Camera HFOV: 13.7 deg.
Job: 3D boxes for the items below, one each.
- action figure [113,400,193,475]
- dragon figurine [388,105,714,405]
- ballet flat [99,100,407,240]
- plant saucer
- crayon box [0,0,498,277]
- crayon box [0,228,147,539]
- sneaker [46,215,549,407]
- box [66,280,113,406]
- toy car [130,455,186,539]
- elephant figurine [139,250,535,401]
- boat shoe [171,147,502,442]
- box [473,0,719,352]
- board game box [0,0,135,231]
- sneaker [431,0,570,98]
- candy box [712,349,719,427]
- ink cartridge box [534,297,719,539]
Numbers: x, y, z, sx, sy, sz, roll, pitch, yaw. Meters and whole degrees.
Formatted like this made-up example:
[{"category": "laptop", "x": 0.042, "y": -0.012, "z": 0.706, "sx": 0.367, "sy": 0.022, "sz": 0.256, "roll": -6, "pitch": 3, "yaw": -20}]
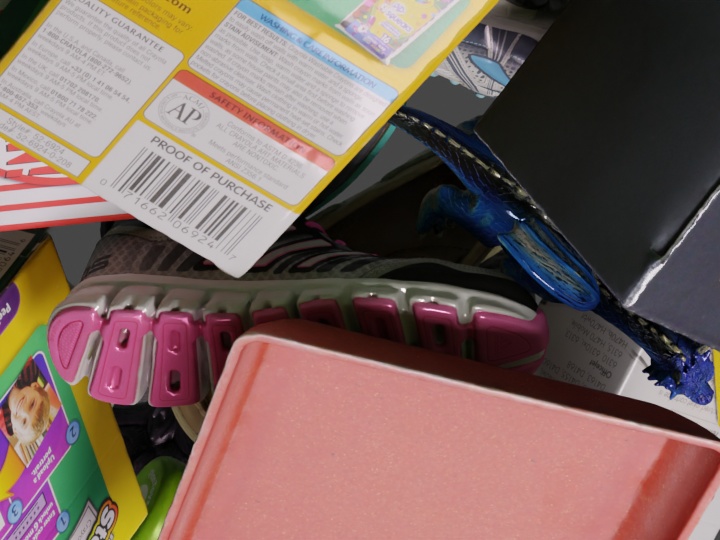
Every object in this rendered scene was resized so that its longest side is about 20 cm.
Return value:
[{"category": "action figure", "x": -0.100, "y": 0.126, "z": 1.577, "sx": 0.118, "sy": 0.102, "sz": 0.201, "roll": 19, "pitch": 118, "yaw": 18}, {"category": "dragon figurine", "x": 0.075, "y": -0.020, "z": 1.188, "sx": 0.200, "sy": 0.059, "sz": 0.099, "roll": 41, "pitch": 167, "yaw": -32}, {"category": "ballet flat", "x": -0.054, "y": -0.045, "z": 1.262, "sx": 0.073, "sy": 0.074, "sz": 0.200, "roll": 12, "pitch": 153, "yaw": -27}, {"category": "plant saucer", "x": 0.023, "y": 0.099, "z": 1.195, "sx": 0.199, "sy": 0.037, "sz": 0.200, "roll": 13, "pitch": 134, "yaw": -10}, {"category": "crayon box", "x": -0.036, "y": -0.099, "z": 1.057, "sx": 0.125, "sy": 0.052, "sz": 0.200, "roll": 31, "pitch": 128, "yaw": -19}, {"category": "crayon box", "x": -0.179, "y": 0.107, "z": 1.234, "sx": 0.058, "sy": 0.200, "sz": 0.173, "roll": 14, "pitch": 139, "yaw": 27}, {"category": "sneaker", "x": -0.023, "y": 0.006, "z": 1.196, "sx": 0.198, "sy": 0.088, "sz": 0.074, "roll": 1, "pitch": 135, "yaw": 9}, {"category": "box", "x": -0.209, "y": 0.066, "z": 1.329, "sx": 0.096, "sy": 0.177, "sz": 0.200, "roll": 12, "pitch": 163, "yaw": 27}, {"category": "toy car", "x": -0.009, "y": 0.152, "z": 1.324, "sx": 0.164, "sy": 0.159, "sz": 0.200, "roll": 28, "pitch": 147, "yaw": -20}, {"category": "elephant figurine", "x": -0.017, "y": 0.036, "z": 1.372, "sx": 0.198, "sy": 0.142, "sz": 0.156, "roll": -7, "pitch": 133, "yaw": 3}, {"category": "boat shoe", "x": 0.000, "y": 0.000, "z": 1.264, "sx": 0.200, "sy": 0.073, "sz": 0.063, "roll": -42, "pitch": 177, "yaw": -8}, {"category": "box", "x": 0.185, "y": -0.066, "z": 1.087, "sx": 0.199, "sy": 0.118, "sz": 0.197, "roll": 23, "pitch": 110, "yaw": -43}, {"category": "board game box", "x": -0.146, "y": -0.083, "z": 1.152, "sx": 0.198, "sy": 0.047, "sz": 0.152, "roll": -6, "pitch": 136, "yaw": 6}, {"category": "sneaker", "x": 0.062, "y": -0.101, "z": 1.165, "sx": 0.086, "sy": 0.078, "sz": 0.200, "roll": -14, "pitch": 145, "yaw": 40}, {"category": "candy box", "x": 0.186, "y": -0.025, "z": 1.234, "sx": 0.102, "sy": 0.026, "sz": 0.201, "roll": -34, "pitch": 138, "yaw": -23}, {"category": "ink cartridge box", "x": 0.131, "y": 0.038, "z": 1.302, "sx": 0.115, "sy": 0.201, "sz": 0.067, "roll": 20, "pitch": -169, "yaw": -46}]
